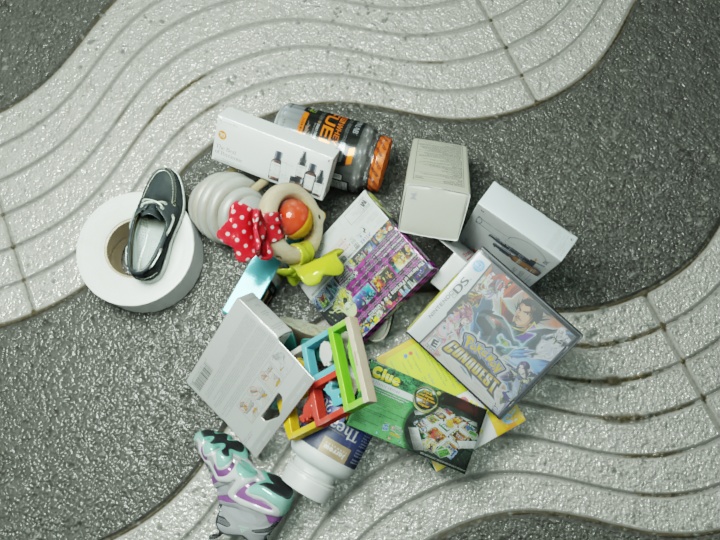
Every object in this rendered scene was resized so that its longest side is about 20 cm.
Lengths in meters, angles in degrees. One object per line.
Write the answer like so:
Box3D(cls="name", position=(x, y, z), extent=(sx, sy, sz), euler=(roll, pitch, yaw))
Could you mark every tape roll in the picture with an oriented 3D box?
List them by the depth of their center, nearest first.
Box3D(cls="tape roll", position=(-0.377, -0.031, 1.038), extent=(0.202, 0.071, 0.203), euler=(0, 76, 0))

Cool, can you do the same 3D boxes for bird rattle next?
Box3D(cls="bird rattle", position=(-0.122, -0.062, 0.944), extent=(0.200, 0.112, 0.164), euler=(34, 55, -32))

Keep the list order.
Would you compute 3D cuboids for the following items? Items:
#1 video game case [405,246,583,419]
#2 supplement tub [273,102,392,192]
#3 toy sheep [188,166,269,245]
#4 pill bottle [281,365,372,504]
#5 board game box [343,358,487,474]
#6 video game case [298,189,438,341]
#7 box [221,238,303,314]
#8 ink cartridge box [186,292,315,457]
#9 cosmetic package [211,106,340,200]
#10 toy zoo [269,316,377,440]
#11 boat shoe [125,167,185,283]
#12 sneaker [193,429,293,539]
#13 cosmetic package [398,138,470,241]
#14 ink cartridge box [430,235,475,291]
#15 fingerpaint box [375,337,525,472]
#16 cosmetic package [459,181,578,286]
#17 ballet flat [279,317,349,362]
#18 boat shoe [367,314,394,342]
Box3D(cls="video game case", position=(0.201, 0.096, 0.921), extent=(0.200, 0.025, 0.181), euler=(43, 102, 9))
Box3D(cls="supplement tub", position=(-0.052, -0.212, 1.056), extent=(0.199, 0.123, 0.123), euler=(16, 77, 3))
Box3D(cls="toy sheep", position=(-0.217, -0.106, 1.023), extent=(0.200, 0.138, 0.138), euler=(19, 74, 42))
Box3D(cls="pill bottle", position=(-0.040, 0.255, 0.947), extent=(0.111, 0.111, 0.200), euler=(28, 78, 7))
Box3D(cls="board game box", position=(0.085, 0.220, 0.907), extent=(0.199, 0.023, 0.105), euler=(25, 80, -7))
Box3D(cls="video game case", position=(0.000, 0.000, 0.994), extent=(0.200, 0.036, 0.181), euler=(-46, 69, 16))
Box3D(cls="box", position=(-0.159, 0.000, 1.025), extent=(0.049, 0.082, 0.200), euler=(26, 78, 6))
Box3D(cls="ink cartridge box", position=(-0.168, 0.166, 0.943), extent=(0.176, 0.045, 0.200), euler=(43, 118, 13))
Box3D(cls="cosmetic package", position=(-0.140, -0.192, 0.987), extent=(0.199, 0.083, 0.051), euler=(20, 32, 2))
Box3D(cls="toy zoo", position=(-0.067, 0.169, 0.897), extent=(0.200, 0.020, 0.132), euler=(-34, 56, 32))
Box3D(cls="boat shoe", position=(-0.336, -0.082, 0.983), extent=(0.075, 0.060, 0.201), euler=(2, 77, 0))
Box3D(cls="sneaker", position=(-0.212, 0.355, 0.943), extent=(0.200, 0.078, 0.140), euler=(31, 97, 28))
Box3D(cls="cosmetic package", position=(0.124, -0.140, 1.001), extent=(0.103, 0.088, 0.200), euler=(11, 33, 3))
Box3D(cls="ink cartridge box", position=(0.190, 0.025, 0.996), extent=(0.200, 0.116, 0.068), euler=(41, 107, 9))
Box3D(cls="fingerpaint box", position=(0.142, 0.194, 0.982), extent=(0.166, 0.073, 0.200), euler=(-28, 79, -6))
Box3D(cls="cosmetic package", position=(0.245, -0.049, 0.977), extent=(0.151, 0.200, 0.052), euler=(38, 78, 9))
Box3D(cls="ballet flat", position=(-0.085, 0.114, 0.990), extent=(0.199, 0.062, 0.068), euler=(13, 116, 37))
Box3D(cls="boat shoe", position=(0.026, 0.023, 1.036), extent=(0.067, 0.057, 0.201), euler=(-11, 80, 16))
